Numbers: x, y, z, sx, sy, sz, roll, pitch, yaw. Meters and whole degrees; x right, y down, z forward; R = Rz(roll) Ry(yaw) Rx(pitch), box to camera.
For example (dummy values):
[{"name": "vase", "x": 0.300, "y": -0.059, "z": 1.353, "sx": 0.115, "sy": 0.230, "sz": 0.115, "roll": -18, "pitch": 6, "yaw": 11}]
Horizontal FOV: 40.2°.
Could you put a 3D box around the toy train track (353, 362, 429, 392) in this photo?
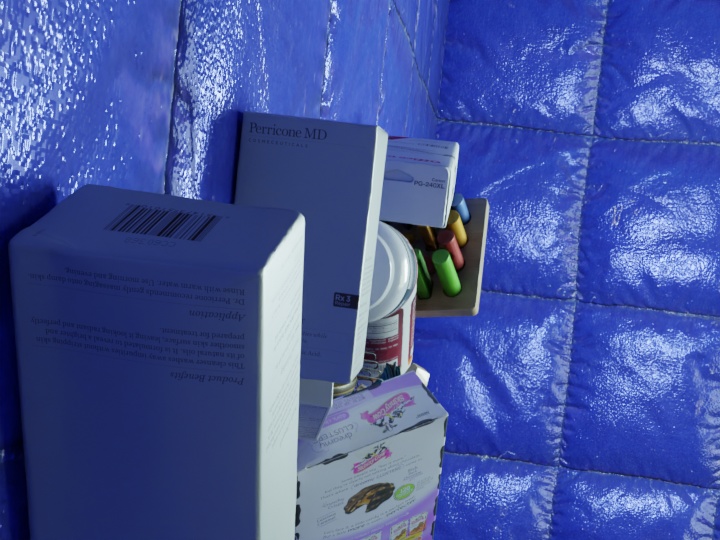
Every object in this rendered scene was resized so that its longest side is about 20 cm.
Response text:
[{"name": "toy train track", "x": 0.011, "y": 0.190, "z": 1.050, "sx": 0.114, "sy": 0.033, "sz": 0.201, "roll": 31, "pitch": 98, "yaw": -42}]

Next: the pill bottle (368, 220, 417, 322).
[{"name": "pill bottle", "x": 0.000, "y": 0.000, "z": 1.112, "sx": 0.200, "sy": 0.118, "sz": 0.121, "roll": 3, "pitch": 94, "yaw": -82}]

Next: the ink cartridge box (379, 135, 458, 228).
[{"name": "ink cartridge box", "x": 0.055, "y": -0.126, "z": 1.336, "sx": 0.200, "sy": 0.143, "sz": 0.084, "roll": -62, "pitch": 158, "yaw": -71}]

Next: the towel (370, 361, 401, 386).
[{"name": "towel", "x": 0.012, "y": 0.223, "z": 1.235, "sx": 0.200, "sy": 0.021, "sz": 0.148, "roll": 124, "pitch": -32, "yaw": -52}]

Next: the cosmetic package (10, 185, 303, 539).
[{"name": "cosmetic package", "x": -0.088, "y": 0.074, "z": 0.454, "sx": 0.081, "sy": 0.111, "sz": 0.202, "roll": -65, "pitch": 162, "yaw": -66}]

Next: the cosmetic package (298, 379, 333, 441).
[{"name": "cosmetic package", "x": -0.047, "y": 0.045, "z": 0.902, "sx": 0.083, "sy": 0.050, "sz": 0.202, "roll": 115, "pitch": -18, "yaw": -58}]

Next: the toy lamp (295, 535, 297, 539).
[{"name": "toy lamp", "x": -0.085, "y": 0.211, "z": 0.876, "sx": 0.058, "sy": 0.057, "sz": 0.202, "roll": -74, "pitch": 167, "yaw": -54}]

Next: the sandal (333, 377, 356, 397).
[{"name": "sandal", "x": -0.046, "y": 0.128, "z": 1.058, "sx": 0.200, "sy": 0.079, "sz": 0.055, "roll": 58, "pitch": 46, "yaw": -86}]

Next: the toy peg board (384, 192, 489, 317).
[{"name": "toy peg board", "x": 0.074, "y": -0.042, "z": 1.429, "sx": 0.098, "sy": 0.198, "sz": 0.201, "roll": 63, "pitch": 31, "yaw": -50}]

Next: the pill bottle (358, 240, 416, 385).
[{"name": "pill bottle", "x": 0.017, "y": 0.048, "z": 1.313, "sx": 0.115, "sy": 0.113, "sz": 0.201, "roll": -76, "pitch": 170, "yaw": -47}]

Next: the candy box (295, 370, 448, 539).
[{"name": "candy box", "x": -0.006, "y": 0.217, "z": 0.988, "sx": 0.072, "sy": 0.166, "sz": 0.202, "roll": 50, "pitch": -32, "yaw": 43}]

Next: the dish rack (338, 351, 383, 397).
[{"name": "dish rack", "x": -0.007, "y": 0.173, "z": 1.195, "sx": 0.201, "sy": 0.054, "sz": 0.155, "roll": -109, "pitch": -150, "yaw": -56}]

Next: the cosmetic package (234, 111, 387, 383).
[{"name": "cosmetic package", "x": -0.044, "y": -0.020, "z": 0.785, "sx": 0.081, "sy": 0.111, "sz": 0.203, "roll": -36, "pitch": 131, "yaw": -81}]
